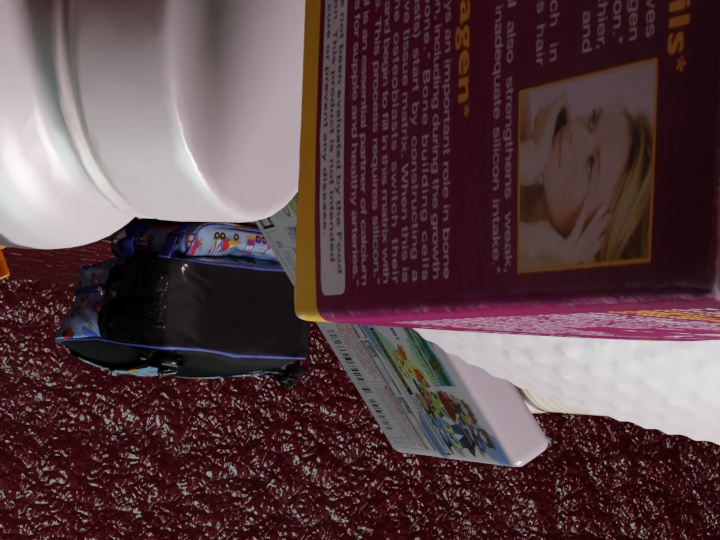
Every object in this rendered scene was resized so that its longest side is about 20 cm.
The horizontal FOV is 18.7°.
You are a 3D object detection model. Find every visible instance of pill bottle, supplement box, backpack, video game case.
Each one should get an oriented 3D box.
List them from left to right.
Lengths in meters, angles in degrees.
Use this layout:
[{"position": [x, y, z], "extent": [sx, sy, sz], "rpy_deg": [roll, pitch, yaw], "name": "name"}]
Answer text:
[{"position": [-0.115, -0.063, 0.590], "extent": [0.199, 0.114, 0.113], "rpy_deg": [3, 176, 24], "name": "pill bottle"}, {"position": [-0.162, 0.029, 1.909], "extent": [0.182, 0.135, 0.200], "rpy_deg": [7, 175, -43], "name": "backpack"}, {"position": [0.000, 0.000, 1.021], "extent": [0.022, 0.200, 0.182], "rpy_deg": [-32, -173, -15], "name": "video game case"}, {"position": [0.067, -0.052, 0.451], "extent": [0.103, 0.131, 0.200], "rpy_deg": [4, 177, -21], "name": "supplement box"}]

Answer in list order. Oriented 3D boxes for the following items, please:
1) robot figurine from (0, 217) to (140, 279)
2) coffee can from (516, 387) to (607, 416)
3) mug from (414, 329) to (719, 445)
[{"position": [-0.123, -0.045, 0.902], "extent": [0.145, 0.058, 0.200], "rpy_deg": [-23, -172, 1], "name": "robot figurine"}, {"position": [0.168, -0.002, 0.971], "extent": [0.199, 0.147, 0.146], "rpy_deg": [2, 176, 31], "name": "coffee can"}, {"position": [0.099, -0.033, 0.779], "extent": [0.175, 0.148, 0.200], "rpy_deg": [11, -152, 10], "name": "mug"}]
